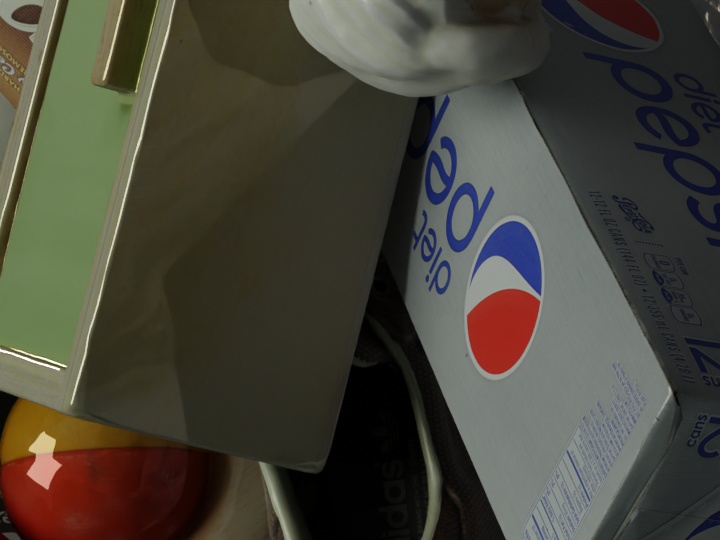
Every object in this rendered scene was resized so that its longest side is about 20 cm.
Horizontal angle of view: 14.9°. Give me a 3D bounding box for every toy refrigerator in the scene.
[{"bbox_3d":[-0.029,-0.064,0.609,0.076,0.070,0.201,12,87,62],"label":"toy refrigerator"}]

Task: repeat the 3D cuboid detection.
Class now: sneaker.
[{"bbox_3d":[0.000,0.000,0.676,0.076,0.070,0.201,39,-143,-66],"label":"sneaker"}]

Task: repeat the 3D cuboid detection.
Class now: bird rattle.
[{"bbox_3d":[-0.099,0.062,0.799,0.113,0.162,0.201,94,171,-64],"label":"bird rattle"}]

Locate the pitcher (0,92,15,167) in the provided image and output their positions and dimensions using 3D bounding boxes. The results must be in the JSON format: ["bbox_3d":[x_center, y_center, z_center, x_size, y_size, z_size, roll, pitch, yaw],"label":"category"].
[{"bbox_3d":[-0.136,-0.136,0.921,0.121,0.171,0.201,-161,79,-73],"label":"pitcher"}]

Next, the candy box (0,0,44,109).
[{"bbox_3d":[-0.091,-0.108,0.810,0.200,0.055,0.115,48,150,-3],"label":"candy box"}]

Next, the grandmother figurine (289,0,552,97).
[{"bbox_3d":[0.060,-0.110,0.530,0.200,0.121,0.061,-46,42,22],"label":"grandmother figurine"}]

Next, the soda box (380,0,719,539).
[{"bbox_3d":[0.049,-0.011,0.594,0.064,0.068,0.200,-65,30,31],"label":"soda box"}]

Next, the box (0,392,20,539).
[{"bbox_3d":[-0.170,0.047,0.982,0.200,0.148,0.125,-115,40,-50],"label":"box"}]
